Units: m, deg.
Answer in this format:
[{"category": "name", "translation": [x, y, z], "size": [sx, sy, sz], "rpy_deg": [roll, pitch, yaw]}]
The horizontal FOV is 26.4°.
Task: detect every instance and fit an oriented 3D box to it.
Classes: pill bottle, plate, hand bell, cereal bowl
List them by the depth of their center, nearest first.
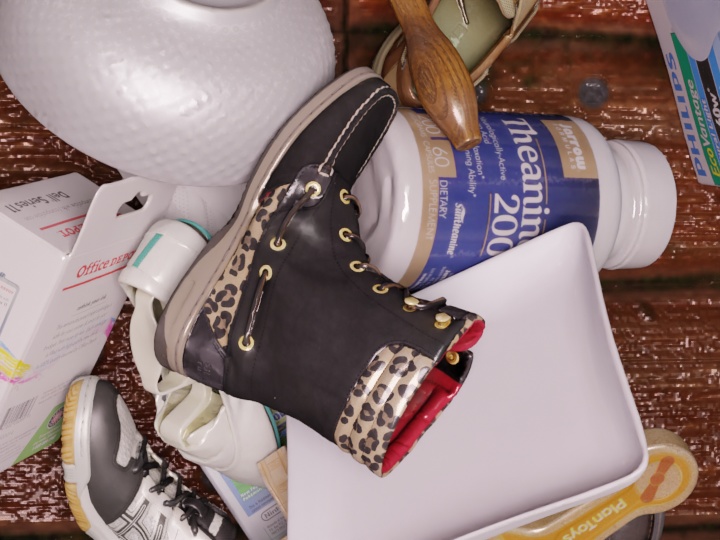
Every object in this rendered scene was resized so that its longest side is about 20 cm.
[{"category": "plate", "translation": [0.051, 0.080, 0.831], "size": [0.199, 0.200, 0.032], "rpy_deg": [-26, 126, 16]}, {"category": "cereal bowl", "translation": [-0.103, -0.145, 0.865], "size": [0.200, 0.200, 0.083], "rpy_deg": [17, 134, -12]}, {"category": "hand bell", "translation": [0.025, -0.160, 0.899], "size": [0.104, 0.104, 0.200], "rpy_deg": [-18, 73, -9]}, {"category": "pill bottle", "translation": [0.090, -0.042, 0.949], "size": [0.200, 0.111, 0.111], "rpy_deg": [0, 95, -24]}]

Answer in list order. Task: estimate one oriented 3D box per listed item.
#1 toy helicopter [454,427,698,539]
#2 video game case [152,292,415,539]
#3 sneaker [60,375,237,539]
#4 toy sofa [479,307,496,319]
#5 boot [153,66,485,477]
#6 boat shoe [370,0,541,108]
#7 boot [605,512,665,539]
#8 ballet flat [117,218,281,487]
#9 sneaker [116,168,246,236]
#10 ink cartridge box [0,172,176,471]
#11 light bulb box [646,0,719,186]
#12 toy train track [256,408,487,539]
[{"category": "toy helicopter", "translation": [0.101, 0.158, 0.837], "size": [0.200, 0.079, 0.132], "rpy_deg": [-36, 115, 14]}, {"category": "video game case", "translation": [-0.003, 0.097, 0.998], "size": [0.200, 0.022, 0.182], "rpy_deg": [-33, 101, -6]}, {"category": "sneaker", "translation": [-0.121, 0.146, 0.934], "size": [0.088, 0.076, 0.200], "rpy_deg": [-9, 118, 9]}, {"category": "toy sofa", "translation": [0.097, 0.123, 0.929], "size": [0.098, 0.083, 0.200], "rpy_deg": [-4, 86, 12]}, {"category": "boot", "translation": [0.000, 0.000, 0.822], "size": [0.151, 0.073, 0.200], "rpy_deg": [30, 75, 23]}, {"category": "boat shoe", "translation": [0.083, -0.175, 0.962], "size": [0.076, 0.074, 0.200], "rpy_deg": [32, 89, -12]}, {"category": "boot", "translation": [0.108, 0.186, 0.997], "size": [0.174, 0.069, 0.200], "rpy_deg": [-15, 108, -9]}, {"category": "ballet flat", "translation": [-0.100, 0.064, 0.903], "size": [0.069, 0.069, 0.200], "rpy_deg": [-19, 124, -9]}, {"category": "sneaker", "translation": [-0.066, -0.045, 0.939], "size": [0.116, 0.074, 0.200], "rpy_deg": [-35, 93, -5]}, {"category": "ink cartridge box", "translation": [-0.186, 0.015, 0.874], "size": [0.067, 0.117, 0.200], "rpy_deg": [32, 108, 10]}, {"category": "light bulb box", "translation": [0.269, -0.157, 0.936], "size": [0.125, 0.200, 0.198], "rpy_deg": [-20, 99, -7]}, {"category": "toy train track", "translation": [0.003, 0.137, 0.884], "size": [0.200, 0.033, 0.115], "rpy_deg": [-36, 85, 23]}]
